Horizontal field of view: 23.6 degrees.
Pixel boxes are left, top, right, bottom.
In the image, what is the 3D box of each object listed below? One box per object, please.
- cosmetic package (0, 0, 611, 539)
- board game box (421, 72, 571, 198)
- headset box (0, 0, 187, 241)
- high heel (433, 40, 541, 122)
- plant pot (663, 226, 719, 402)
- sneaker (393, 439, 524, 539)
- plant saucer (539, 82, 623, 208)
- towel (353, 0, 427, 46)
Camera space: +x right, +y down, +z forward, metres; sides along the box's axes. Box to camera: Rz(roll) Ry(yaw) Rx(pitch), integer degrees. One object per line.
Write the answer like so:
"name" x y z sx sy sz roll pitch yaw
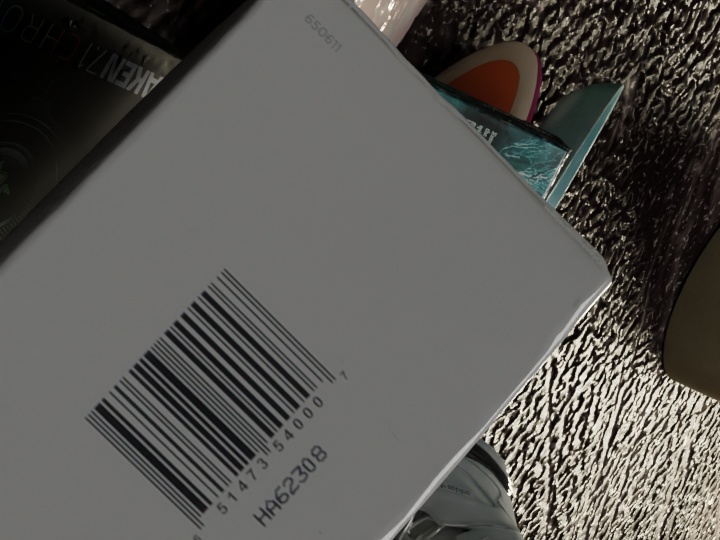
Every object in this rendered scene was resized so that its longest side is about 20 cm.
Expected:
"cosmetic package" -0.064 0.037 0.508 0.200 0.123 0.200 -47 -173 -13
"board game box" 0.000 0.000 0.848 0.134 0.028 0.201 23 104 -16
"headset box" -0.169 -0.022 0.604 0.201 0.093 0.174 -59 149 5
"high heel" 0.035 -0.030 0.927 0.200 0.067 0.096 -50 160 0
"plant pot" 0.372 0.056 1.340 0.187 0.199 0.188 -36 144 -32
"sneaker" 0.019 0.133 0.942 0.199 0.115 0.075 20 120 -35
"plant saucer" 0.085 -0.023 0.966 0.201 0.027 0.200 -57 174 -10
"towel" 0.018 -0.146 0.713 0.192 0.032 0.200 -58 176 -30
